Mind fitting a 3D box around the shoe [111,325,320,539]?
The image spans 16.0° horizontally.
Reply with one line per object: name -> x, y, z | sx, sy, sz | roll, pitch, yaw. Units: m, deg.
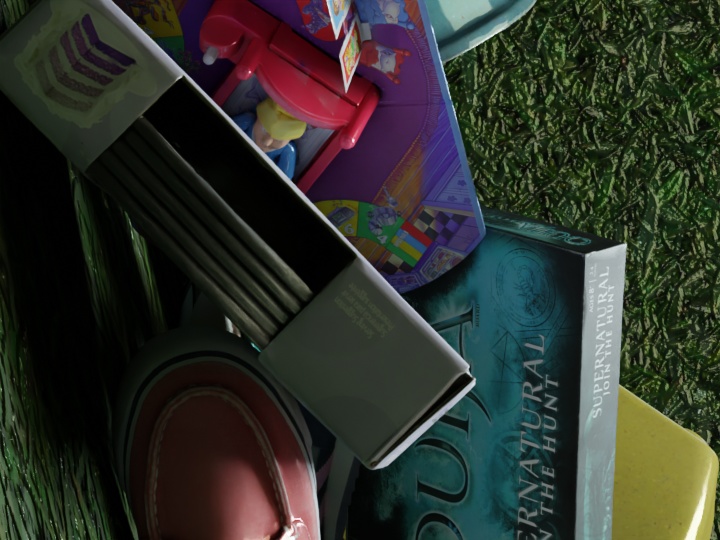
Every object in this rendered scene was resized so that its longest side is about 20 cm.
shoe -> -0.041, 0.123, 0.916 | 0.091, 0.071, 0.200 | -110, -169, -59

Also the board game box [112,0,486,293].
board game box -> -0.043, -0.054, 1.009 | 0.039, 0.158, 0.200 | -64, 146, -48

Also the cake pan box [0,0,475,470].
cake pan box -> -0.039, -0.011, 0.884 | 0.184, 0.052, 0.200 | 44, -1, 3

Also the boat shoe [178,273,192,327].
boat shoe -> -0.035, -0.037, 1.219 | 0.200, 0.069, 0.057 | -56, -149, 30

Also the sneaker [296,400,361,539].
sneaker -> -0.050, 0.112, 1.080 | 0.070, 0.082, 0.200 | 17, -77, 59

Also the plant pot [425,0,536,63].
plant pot -> -0.049, -0.176, 1.104 | 0.200, 0.200, 0.196 | -97, 167, -75

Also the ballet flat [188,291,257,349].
ballet flat -> -0.048, 0.103, 1.011 | 0.069, 0.069, 0.200 | -93, 166, -80

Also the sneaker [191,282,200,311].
sneaker -> -0.001, -0.001, 1.165 | 0.077, 0.146, 0.202 | 50, -35, 37

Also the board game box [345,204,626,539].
board game box -> 0.048, 0.073, 1.076 | 0.135, 0.028, 0.200 | 16, -69, 44

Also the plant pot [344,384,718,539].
plant pot -> 0.078, 0.150, 1.300 | 0.194, 0.200, 0.196 | 35, -13, 18
